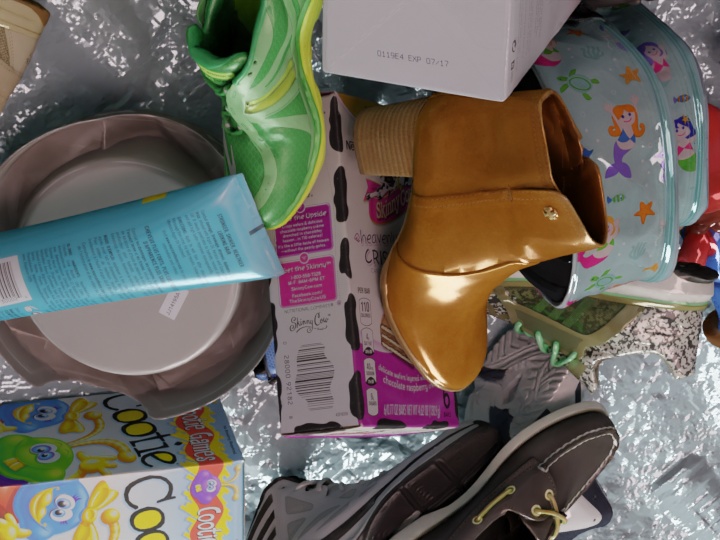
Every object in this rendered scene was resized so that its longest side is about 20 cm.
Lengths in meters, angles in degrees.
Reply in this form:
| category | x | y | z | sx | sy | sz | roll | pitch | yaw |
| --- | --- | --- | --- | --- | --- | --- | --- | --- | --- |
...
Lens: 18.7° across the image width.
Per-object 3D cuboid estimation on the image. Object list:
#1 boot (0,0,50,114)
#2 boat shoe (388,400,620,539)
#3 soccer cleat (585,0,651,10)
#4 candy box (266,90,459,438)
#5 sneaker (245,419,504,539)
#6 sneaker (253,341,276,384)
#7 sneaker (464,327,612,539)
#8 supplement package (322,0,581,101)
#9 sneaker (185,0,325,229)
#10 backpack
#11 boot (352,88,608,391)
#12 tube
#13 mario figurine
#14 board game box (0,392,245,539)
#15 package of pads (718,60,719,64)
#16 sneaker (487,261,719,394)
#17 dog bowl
| category | x | y | z | sx | sy | sz | roll | pitch | yaw |
| --- | --- | --- | --- | --- | --- | --- | --- | --- | --- |
| boot | -0.295 | -0.113 | 1.274 | 0.199 | 0.073 | 0.157 | 16 | 98 | -30 |
| boat shoe | 0.100 | 0.167 | 1.452 | 0.201 | 0.061 | 0.072 | -38 | 133 | -10 |
| soccer cleat | 0.198 | -0.223 | 1.348 | 0.200 | 0.068 | 0.074 | -36 | 116 | -34 |
| candy box | 0.000 | 0.000 | 1.348 | 0.061 | 0.136 | 0.202 | -9 | 83 | 27 |
| sneaker | -0.003 | 0.151 | 1.492 | 0.200 | 0.115 | 0.076 | -40 | 134 | -4 |
| sneaker | -0.026 | 0.044 | 1.458 | 0.089 | 0.079 | 0.200 | -41 | 113 | 15 |
| sneaker | 0.138 | 0.122 | 1.544 | 0.129 | 0.079 | 0.200 | 22 | 94 | -41 |
| supplement package | 0.063 | -0.192 | 1.266 | 0.113 | 0.200 | 0.110 | 10 | 120 | 17 |
| sneaker | -0.066 | -0.117 | 1.246 | 0.083 | 0.074 | 0.202 | -22 | 126 | -39 |
| backpack | 0.134 | -0.078 | 1.360 | 0.149 | 0.200 | 0.179 | -11 | 119 | -11 |
| boot | 0.080 | -0.012 | 1.270 | 0.071 | 0.143 | 0.203 | -44 | 126 | -42 |
| tube | -0.150 | -0.009 | 1.295 | 0.198 | 0.051 | 0.078 | -10 | 134 | 16 |
| mario figurine | 0.239 | -0.042 | 1.498 | 0.105 | 0.124 | 0.201 | -1 | 137 | 31 |
| board game box | -0.183 | 0.151 | 1.442 | 0.198 | 0.105 | 0.104 | -5 | 118 | -15 |
| package of pads | 0.344 | -0.133 | 1.459 | 0.199 | 0.076 | 0.121 | 32 | 93 | -29 |
| sneaker | 0.137 | 0.038 | 1.448 | 0.198 | 0.077 | 0.090 | 1 | 91 | 21 |
| dog bowl | -0.142 | -0.008 | 1.366 | 0.198 | 0.059 | 0.202 | 2 | 113 | 4 |
